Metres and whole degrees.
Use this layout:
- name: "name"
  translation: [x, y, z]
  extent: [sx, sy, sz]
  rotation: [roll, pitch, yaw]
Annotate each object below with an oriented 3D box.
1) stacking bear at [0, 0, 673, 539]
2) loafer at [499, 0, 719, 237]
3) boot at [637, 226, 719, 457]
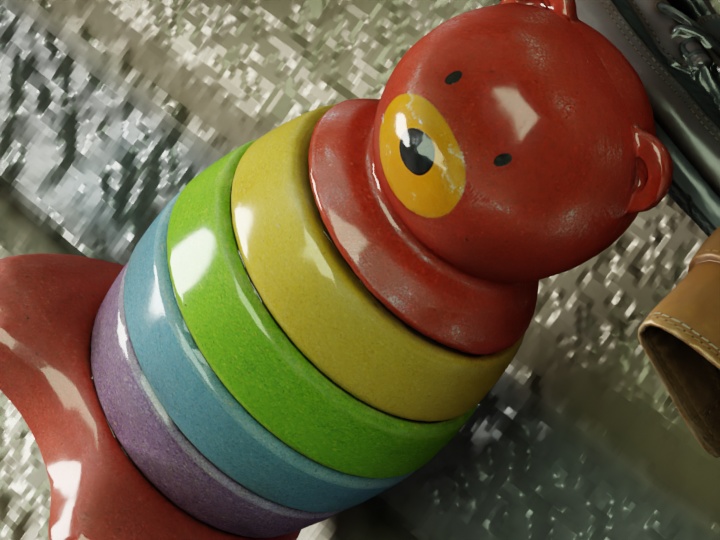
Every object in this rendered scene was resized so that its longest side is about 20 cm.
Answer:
- name: "stacking bear"
  translation: [0.000, 0.000, 0.831]
  extent: [0.200, 0.113, 0.122]
  rotation: [-39, 65, 33]
- name: "loafer"
  translation: [0.093, -0.067, 0.863]
  extent: [0.063, 0.072, 0.200]
  rotation: [-42, 59, 6]
- name: "boot"
  translation: [0.125, -0.024, 0.780]
  extent: [0.155, 0.077, 0.200]
  rotation: [-35, 87, -22]
